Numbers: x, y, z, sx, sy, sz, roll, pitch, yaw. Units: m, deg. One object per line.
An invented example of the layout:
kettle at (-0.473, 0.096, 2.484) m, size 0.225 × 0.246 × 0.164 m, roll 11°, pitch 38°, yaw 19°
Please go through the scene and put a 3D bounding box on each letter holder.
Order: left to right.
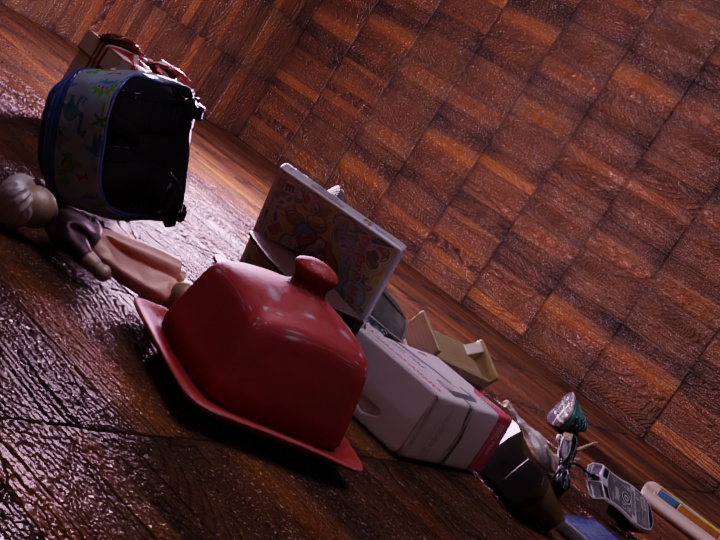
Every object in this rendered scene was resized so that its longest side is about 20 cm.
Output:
letter holder at (-0.112, 0.031, 1.065) m, size 0.141 × 0.101 × 0.200 m, roll 28°, pitch 9°, yaw -32°

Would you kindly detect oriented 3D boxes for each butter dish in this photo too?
butter dish at (-0.073, 0.055, 0.851) m, size 0.199 × 0.149 × 0.200 m, roll 30°, pitch 7°, yaw -35°

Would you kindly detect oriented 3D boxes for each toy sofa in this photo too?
toy sofa at (0.133, 0.149, 1.595) m, size 0.199 × 0.097 × 0.083 m, roll 27°, pitch 33°, yaw -47°

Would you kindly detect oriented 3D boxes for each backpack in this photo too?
backpack at (-0.300, -0.153, 1.159) m, size 0.145 × 0.185 × 0.200 m, roll 11°, pitch 4°, yaw 15°

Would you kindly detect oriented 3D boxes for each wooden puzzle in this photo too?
wooden puzzle at (0.622, 0.466, 1.835) m, size 0.184 × 0.037 × 0.200 m, roll 37°, pitch 7°, yaw 20°

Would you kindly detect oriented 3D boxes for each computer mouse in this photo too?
computer mouse at (0.349, 0.324, 1.402) m, size 0.199 × 0.044 × 0.110 m, roll 39°, pitch 37°, yaw -18°

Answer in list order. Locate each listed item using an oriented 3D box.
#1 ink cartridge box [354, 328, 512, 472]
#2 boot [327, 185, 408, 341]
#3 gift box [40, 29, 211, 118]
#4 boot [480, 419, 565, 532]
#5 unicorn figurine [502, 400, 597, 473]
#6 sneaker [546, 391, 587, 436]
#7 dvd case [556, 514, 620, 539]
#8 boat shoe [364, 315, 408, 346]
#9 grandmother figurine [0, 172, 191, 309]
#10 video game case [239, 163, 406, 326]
ink cartridge box at (0.069, 0.154, 1.131) m, size 0.145 × 0.085 × 0.199 m, roll 38°, pitch 9°, yaw 36°
boot at (-0.001, 0.000, 1.382) m, size 0.200 × 0.072 × 0.183 m, roll 41°, pitch 42°, yaw -28°
gift box at (-0.365, -0.256, 1.530) m, size 0.184 × 0.188 × 0.200 m, roll 26°, pitch 9°, yaw -48°
boot at (0.193, 0.251, 1.188) m, size 0.076 × 0.073 × 0.200 m, roll 51°, pitch 4°, yaw -21°
unicorn figurine at (0.258, 0.257, 1.445) m, size 0.137 × 0.074 × 0.199 m, roll 45°, pitch 24°, yaw 16°
sneaker at (0.440, 0.302, 1.996) m, size 0.080 × 0.078 × 0.200 m, roll 44°, pitch 8°, yaw 13°
dvd case at (0.336, 0.369, 1.175) m, size 0.200 × 0.018 × 0.142 m, roll 37°, pitch 6°, yaw 34°
boat shoe at (0.018, 0.104, 1.293) m, size 0.199 × 0.071 × 0.091 m, roll 32°, pitch 4°, yaw -26°
grandmother figurine at (-0.261, -0.028, 0.938) m, size 0.199 × 0.061 × 0.121 m, roll 34°, pitch -3°, yaw -27°
video game case at (-0.059, -0.002, 1.192) m, size 0.181 × 0.201 × 0.023 m, roll 35°, pitch 33°, yaw 10°
